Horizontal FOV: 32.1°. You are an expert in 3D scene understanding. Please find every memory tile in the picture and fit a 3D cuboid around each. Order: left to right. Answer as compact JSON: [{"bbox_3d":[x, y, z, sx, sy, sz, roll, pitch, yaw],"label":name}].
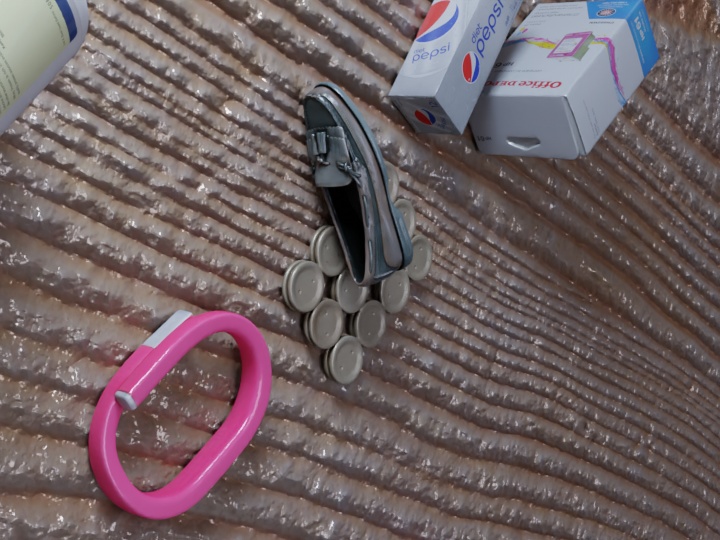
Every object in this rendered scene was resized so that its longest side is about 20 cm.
[{"bbox_3d":[0.000,0.000,1.274,0.200,0.017,0.154,-53,131,-31],"label":"memory tile"}]

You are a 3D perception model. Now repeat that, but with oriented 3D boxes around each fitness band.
[{"bbox_3d":[-0.152,0.123,1.093,0.200,0.037,0.144,-48,129,-34],"label":"fitness band"}]

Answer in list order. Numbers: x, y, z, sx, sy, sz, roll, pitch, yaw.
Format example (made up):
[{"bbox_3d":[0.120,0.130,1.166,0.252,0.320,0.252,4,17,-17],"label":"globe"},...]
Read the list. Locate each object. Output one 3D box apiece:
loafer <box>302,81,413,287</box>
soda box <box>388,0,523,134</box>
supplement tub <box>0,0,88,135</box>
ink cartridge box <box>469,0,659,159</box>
[{"bbox_3d":[-0.011,-0.079,1.198,0.063,0.072,0.201,-35,110,-31],"label":"loafer"},{"bbox_3d":[0.105,-0.245,1.329,0.068,0.063,0.201,46,61,-44],"label":"soda box"},{"bbox_3d":[-0.288,-0.138,0.811,0.201,0.144,0.145,-56,133,-29],"label":"supplement tub"},{"bbox_3d":[0.226,-0.219,1.414,0.200,0.144,0.085,-51,130,-33],"label":"ink cartridge box"}]
